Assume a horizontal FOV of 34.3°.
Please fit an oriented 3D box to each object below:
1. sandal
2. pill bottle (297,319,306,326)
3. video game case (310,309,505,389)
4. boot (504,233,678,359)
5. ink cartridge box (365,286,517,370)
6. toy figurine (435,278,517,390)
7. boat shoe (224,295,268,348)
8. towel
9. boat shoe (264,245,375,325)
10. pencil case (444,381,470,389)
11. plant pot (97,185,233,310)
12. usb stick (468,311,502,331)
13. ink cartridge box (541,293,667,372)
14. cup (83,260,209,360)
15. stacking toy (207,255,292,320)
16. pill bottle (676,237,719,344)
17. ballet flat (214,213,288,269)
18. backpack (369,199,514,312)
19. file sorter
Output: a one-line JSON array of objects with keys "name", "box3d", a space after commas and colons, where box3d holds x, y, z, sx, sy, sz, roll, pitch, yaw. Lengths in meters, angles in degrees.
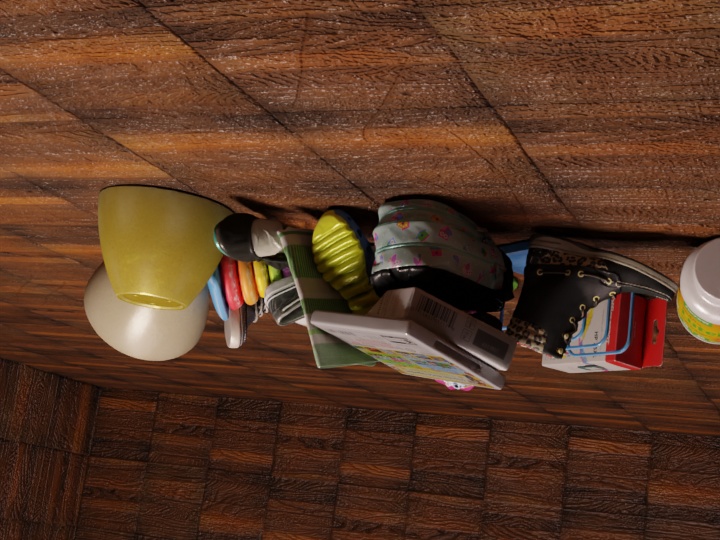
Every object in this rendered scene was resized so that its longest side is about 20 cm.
[{"name": "sandal", "box3d": [0.000, 0.000, 1.616, 0.079, 0.087, 0.200, -14, 114, 29]}, {"name": "pill bottle", "box3d": [-0.061, 0.048, 1.929, 0.104, 0.105, 0.200, -1, 165, 33]}, {"name": "video game case", "box3d": [0.059, 0.101, 1.507, 0.182, 0.023, 0.200, 31, 163, -35]}, {"name": "boot", "box3d": [0.296, 0.049, 1.523, 0.203, 0.154, 0.073, 19, 175, 20]}, {"name": "ink cartridge box", "box3d": [0.086, 0.078, 1.521, 0.162, 0.057, 0.200, 27, 171, -20]}, {"name": "toy figurine", "box3d": [0.161, 0.093, 1.817, 0.150, 0.185, 0.200, 5, 166, 11]}, {"name": "boat shoe", "box3d": [-0.173, 0.051, 1.894, 0.092, 0.200, 0.075, 4, 129, -11]}, {"name": "towel", "box3d": [-0.042, 0.037, 1.617, 0.023, 0.201, 0.152, -24, 165, 30]}, {"name": "boat shoe", "box3d": [-0.044, 0.029, 1.751, 0.199, 0.071, 0.072, -24, 151, 3]}, {"name": "pencil case", "box3d": [0.104, 0.108, 1.728, 0.083, 0.091, 0.200, 12, -174, -38]}, {"name": "plant pot", "box3d": [-0.287, -0.023, 1.672, 0.199, 0.143, 0.200, 7, 168, 2]}, {"name": "usb stick", "box3d": [0.113, 0.086, 1.604, 0.055, 0.033, 0.200, 14, 162, -34]}, {"name": "ink cartridge box", "box3d": [0.387, 0.098, 1.857, 0.067, 0.117, 0.200, 17, 163, -34]}, {"name": "cup", "box3d": [-0.319, 0.019, 1.832, 0.200, 0.201, 0.143, 13, 138, -21]}, {"name": "stacking toy", "box3d": [-0.135, -0.004, 1.792, 0.199, 0.116, 0.110, -10, 141, -1]}, {"name": "pill bottle", "box3d": [0.467, 0.023, 1.503, 0.111, 0.112, 0.200, 4, 166, 15]}, {"name": "ballet flat", "box3d": [-0.131, -0.045, 1.647, 0.068, 0.068, 0.200, -7, 172, 22]}, {"name": "backpack", "box3d": [0.093, -0.013, 1.536, 0.166, 0.127, 0.200, -15, 156, 31]}, {"name": "file sorter", "box3d": [0.281, 0.044, 1.678, 0.199, 0.123, 0.139, 17, 164, -32]}]
